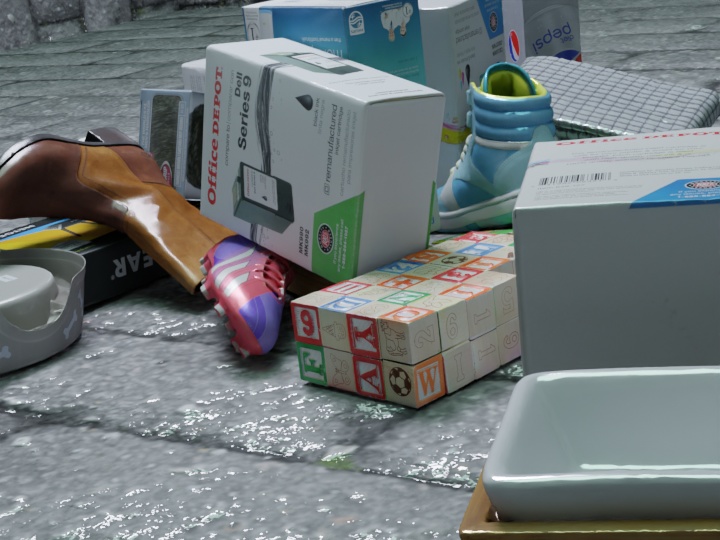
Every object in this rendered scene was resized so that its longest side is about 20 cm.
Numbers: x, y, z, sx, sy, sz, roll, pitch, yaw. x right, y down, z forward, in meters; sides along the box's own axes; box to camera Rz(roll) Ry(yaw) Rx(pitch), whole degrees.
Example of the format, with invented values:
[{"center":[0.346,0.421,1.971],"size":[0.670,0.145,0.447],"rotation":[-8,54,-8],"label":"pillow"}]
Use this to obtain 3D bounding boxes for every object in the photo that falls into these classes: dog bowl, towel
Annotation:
[{"center":[-0.315,0.037,1.239],"size":[0.197,0.059,0.200],"rotation":[-6,16,2],"label":"dog bowl"},{"center":[0.219,-0.124,1.414],"size":[0.198,0.087,0.166],"rotation":[14,30,19],"label":"towel"}]

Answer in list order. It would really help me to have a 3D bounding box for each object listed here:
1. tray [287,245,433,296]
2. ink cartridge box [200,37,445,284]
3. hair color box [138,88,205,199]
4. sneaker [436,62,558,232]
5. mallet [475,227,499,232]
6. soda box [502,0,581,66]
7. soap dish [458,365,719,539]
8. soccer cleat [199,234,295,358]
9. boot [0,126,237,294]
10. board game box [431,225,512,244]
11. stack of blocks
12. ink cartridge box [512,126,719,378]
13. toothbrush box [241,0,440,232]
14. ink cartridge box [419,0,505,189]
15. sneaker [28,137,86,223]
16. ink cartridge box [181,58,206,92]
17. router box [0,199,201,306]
[{"center":[0.000,0.000,1.269],"size":[0.098,0.037,0.200],"rotation":[-14,18,-24],"label":"tray"},{"center":[-0.036,-0.087,1.187],"size":[0.083,0.148,0.199],"rotation":[-12,25,-39],"label":"ink cartridge box"},{"center":[-0.138,-0.119,1.493],"size":[0.060,0.100,0.199],"rotation":[6,4,26],"label":"hair color box"},{"center":[0.110,-0.102,1.287],"size":[0.079,0.132,0.199],"rotation":[-11,2,-27],"label":"sneaker"},{"center":[0.155,-0.064,1.433],"size":[0.065,0.042,0.199],"rotation":[9,26,42],"label":"mallet"},{"center":[0.190,-0.199,1.583],"size":[0.063,0.203,0.068],"rotation":[-9,15,-12],"label":"soda box"},{"center":[0.158,0.106,0.726],"size":[0.197,0.082,0.157],"rotation":[-3,16,15],"label":"soap dish"},{"center":[-0.081,0.009,1.190],"size":[0.076,0.067,0.200],"rotation":[-30,16,-2],"label":"soccer cleat"},{"center":[-0.208,-0.036,1.318],"size":[0.200,0.069,0.188],"rotation":[40,28,22],"label":"boot"},{"center":[0.163,-0.031,1.266],"size":[0.198,0.030,0.095],"rotation":[-8,2,-30],"label":"board game box"},{"center":[0.062,0.029,1.090],"size":[0.114,0.059,0.199],"rotation":[8,21,44],"label":"stack of blocks"},{"center":[0.180,0.002,0.968],"size":[0.145,0.146,0.200],"rotation":[-3,16,13],"label":"ink cartridge box"},{"center":[-0.016,-0.128,1.293],"size":[0.085,0.202,0.146],"rotation":[-19,20,-35],"label":"toothbrush box"},{"center":[0.053,-0.160,1.478],"size":[0.144,0.203,0.147],"rotation":[2,18,25],"label":"ink cartridge box"},{"center":[-0.301,-0.091,1.506],"size":[0.070,0.081,0.200],"rotation":[-25,-7,-29],"label":"sneaker"},{"center":[-0.074,-0.165,1.686],"size":[0.145,0.149,0.199],"rotation":[-19,20,-40],"label":"ink cartridge box"},{"center":[-0.239,-0.022,1.422],"size":[0.148,0.052,0.199],"rotation":[6,19,36],"label":"router box"}]
